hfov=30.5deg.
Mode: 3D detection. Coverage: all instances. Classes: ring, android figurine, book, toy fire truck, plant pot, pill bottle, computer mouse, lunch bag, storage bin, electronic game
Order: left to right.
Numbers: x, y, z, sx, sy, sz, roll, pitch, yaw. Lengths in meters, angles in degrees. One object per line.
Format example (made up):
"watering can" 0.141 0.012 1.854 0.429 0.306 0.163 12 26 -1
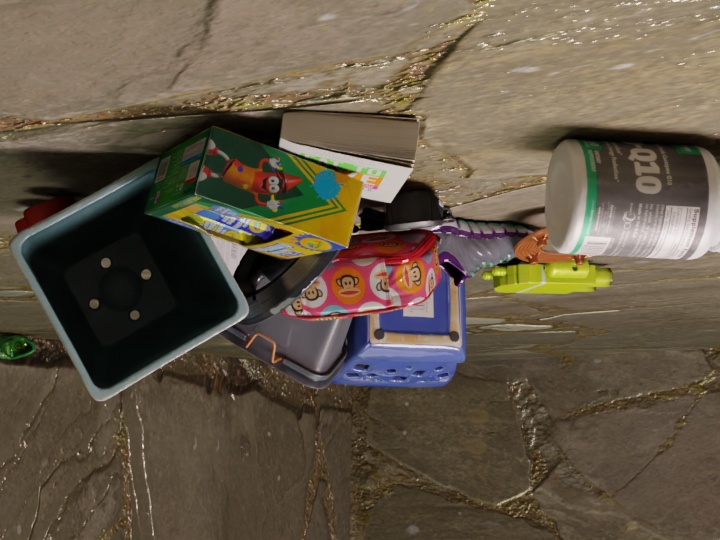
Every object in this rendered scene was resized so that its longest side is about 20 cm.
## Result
"toy fire truck" -0.338 -0.044 1.685 0.166 0.114 0.200 -22 -178 -23
"plant pot" -0.267 0.016 1.499 0.194 0.198 0.200 -30 -177 -15
"storage bin" -0.100 0.051 1.854 0.198 0.136 0.146 29 -154 9
"electronic game" -0.079 -0.019 1.515 0.042 0.201 0.199 43 152 -22
"book" -0.020 -0.114 1.330 0.131 0.049 0.200 8 172 -4
"lunch bag" 0.000 0.000 1.624 0.197 0.083 0.176 -5 -168 17
"computer mouse" 0.037 -0.072 1.594 0.138 0.047 0.200 -5 -178 10
"plant pot" 0.059 0.060 1.977 0.197 0.203 0.180 3 164 -12
"android figurine" 0.294 0.011 2.101 0.197 0.042 0.182 2 172 -12
"ring" 0.298 -0.038 1.718 0.197 0.020 0.201 -10 165 -3
"pill bottle" 0.292 -0.070 1.321 0.197 0.115 0.113 2 172 -9

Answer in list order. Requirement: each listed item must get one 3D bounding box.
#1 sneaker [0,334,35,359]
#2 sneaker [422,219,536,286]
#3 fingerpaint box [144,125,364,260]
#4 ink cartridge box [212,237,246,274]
"sneaker" -0.934 0.195 3.417 0.198 0.075 0.083 -4 179 -38
"sneaker" 0.154 -0.019 1.765 0.197 0.089 0.074 5 171 -23
"fingerpaint box" -0.113 -0.072 1.344 0.165 0.074 0.199 19 170 -22
"ink cartridge box" -0.203 -0.016 1.723 0.041 0.121 0.200 0 172 20
